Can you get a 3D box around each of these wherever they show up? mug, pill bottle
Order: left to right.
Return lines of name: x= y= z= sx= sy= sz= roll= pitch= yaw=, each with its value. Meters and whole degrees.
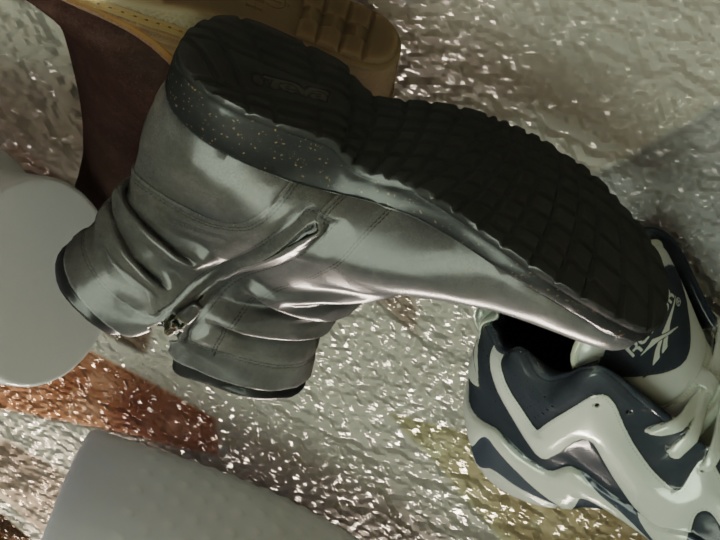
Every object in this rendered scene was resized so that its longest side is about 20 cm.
pill bottle: x=-0.196 y=-0.004 z=1.036 sx=0.200 sy=0.112 sz=0.112 roll=8 pitch=140 yaw=41
mug: x=-0.064 y=0.172 z=1.183 sx=0.175 sy=0.148 sz=0.200 roll=18 pitch=173 yaw=0

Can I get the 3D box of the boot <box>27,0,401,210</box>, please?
boot: x=-0.092 y=-0.069 z=0.956 sx=0.200 sy=0.072 sz=0.166 roll=26 pitch=141 yaw=-4

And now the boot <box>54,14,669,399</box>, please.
boot: x=0.000 y=0.000 z=0.913 sx=0.200 sy=0.070 sz=0.132 roll=28 pitch=128 yaw=-3

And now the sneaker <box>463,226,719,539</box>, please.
sneaker: x=0.128 y=0.048 z=0.954 sx=0.199 sy=0.080 sz=0.130 roll=21 pitch=151 yaw=25
